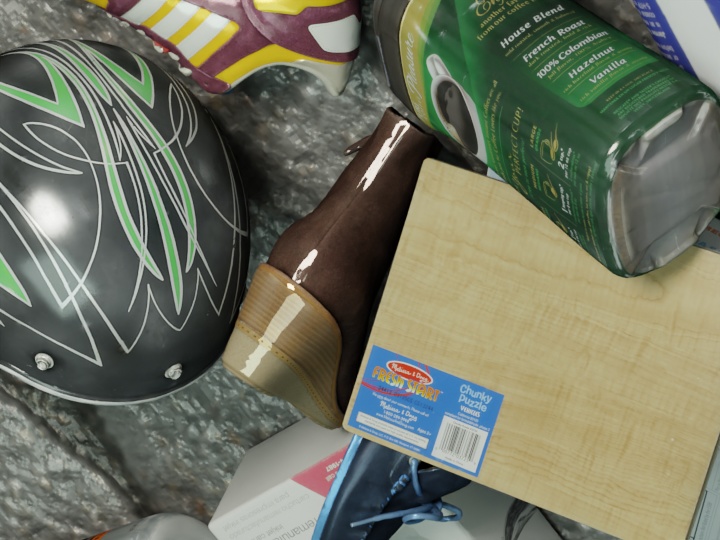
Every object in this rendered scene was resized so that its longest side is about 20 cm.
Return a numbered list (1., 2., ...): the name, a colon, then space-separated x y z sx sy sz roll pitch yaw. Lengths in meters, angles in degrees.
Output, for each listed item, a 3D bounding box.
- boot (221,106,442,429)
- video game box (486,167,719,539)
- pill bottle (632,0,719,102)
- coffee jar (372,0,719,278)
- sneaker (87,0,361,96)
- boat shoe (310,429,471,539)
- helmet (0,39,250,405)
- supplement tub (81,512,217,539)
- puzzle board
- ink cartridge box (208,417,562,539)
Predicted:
1. boot: 0.000 0.000 1.421 0.072 0.200 0.167 35 89 12
2. video game box: 0.140 0.044 1.385 0.182 0.047 0.201 28 134 22
3. pill bottle: 0.204 -0.128 1.262 0.119 0.120 0.201 -21 110 28
4. coffee jar: 0.091 -0.090 1.290 0.200 0.085 0.105 41 157 37
5. sneaker: -0.098 -0.138 1.388 0.199 0.075 0.091 8 116 16
6. boat shoe: 0.031 0.099 1.388 0.068 0.084 0.201 27 111 8
7. helmet: -0.152 -0.025 1.387 0.200 0.200 0.190 52 152 -14
8. supplement tub: -0.176 0.233 1.603 0.199 0.123 0.123 -22 110 28
9. puzzle board: 0.098 0.042 1.316 0.199 0.017 0.151 19 95 26
10. ink cartridge box: 0.030 0.174 1.521 0.145 0.085 0.200 -31 107 30
